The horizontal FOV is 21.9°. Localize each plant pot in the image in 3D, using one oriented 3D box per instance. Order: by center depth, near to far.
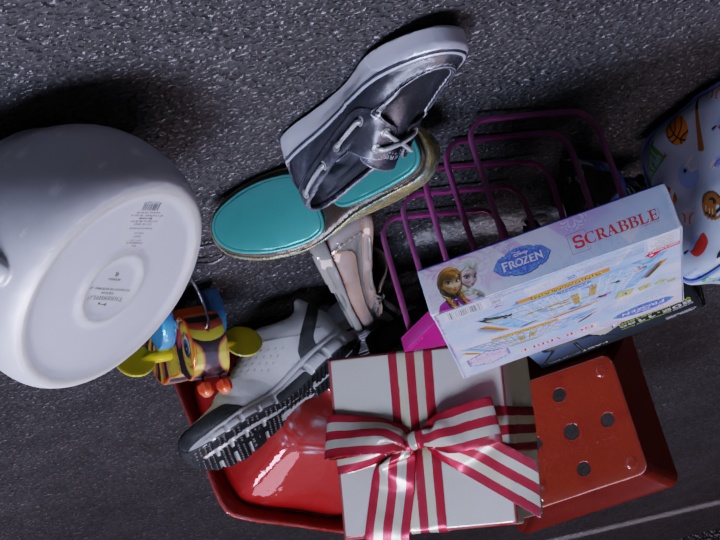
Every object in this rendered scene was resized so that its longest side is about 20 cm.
[{"bbox_3d":[0.239,0.181,2.102,0.198,0.202,0.176,-19,175,6],"label":"plant pot"}]

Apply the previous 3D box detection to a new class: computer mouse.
[{"bbox_3d":[0.009,0.054,1.849,0.109,0.044,0.200,-23,163,7],"label":"computer mouse"}]

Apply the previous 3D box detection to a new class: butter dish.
[{"bbox_3d":[-0.059,0.139,1.817,0.199,0.201,0.148,15,128,-43],"label":"butter dish"}]

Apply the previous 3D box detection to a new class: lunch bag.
[{"bbox_3d":[0.328,-0.078,1.570,0.075,0.162,0.200,-2,156,-35],"label":"lunch bag"}]

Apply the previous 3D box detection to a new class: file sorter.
[{"bbox_3d":[0.118,-0.035,1.559,0.138,0.127,0.200,-7,158,-27],"label":"file sorter"}]

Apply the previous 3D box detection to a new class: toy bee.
[{"bbox_3d":[-0.153,0.069,1.648,0.129,0.110,0.200,-15,162,-3],"label":"toy bee"}]

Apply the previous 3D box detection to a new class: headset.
[{"bbox_3d":[0.094,0.028,1.768,0.198,0.095,0.123,-23,168,17],"label":"headset"}]

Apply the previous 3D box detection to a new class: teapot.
[{"bbox_3d":[-0.218,-0.027,1.281,0.197,0.146,0.201,-41,152,-23],"label":"teapot"}]

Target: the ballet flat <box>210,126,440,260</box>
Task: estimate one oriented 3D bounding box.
[{"bbox_3d":[-0.024,-0.060,1.473,0.198,0.071,0.071,-24,160,21],"label":"ballet flat"}]

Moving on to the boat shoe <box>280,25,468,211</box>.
[{"bbox_3d":[0.013,-0.107,1.358,0.071,0.068,0.199,1,154,-43],"label":"boat shoe"}]

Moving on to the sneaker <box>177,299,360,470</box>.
[{"bbox_3d":[-0.095,0.106,1.720,0.199,0.080,0.074,-38,157,-22],"label":"sneaker"}]

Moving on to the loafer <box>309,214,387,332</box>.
[{"bbox_3d":[0.000,0.000,1.656,0.062,0.072,0.200,-25,158,2],"label":"loafer"}]

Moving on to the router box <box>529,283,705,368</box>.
[{"bbox_3d":[0.256,0.031,1.966,0.198,0.063,0.150,-21,162,13],"label":"router box"}]

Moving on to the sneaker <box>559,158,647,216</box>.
[{"bbox_3d":[0.228,-0.062,1.663,0.088,0.079,0.200,-15,170,4],"label":"sneaker"}]

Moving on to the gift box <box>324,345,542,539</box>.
[{"bbox_3d":[0.078,0.167,1.692,0.182,0.202,0.187,-12,171,14],"label":"gift box"}]

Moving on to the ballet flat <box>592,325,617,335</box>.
[{"bbox_3d":[0.212,0.030,1.712,0.069,0.070,0.200,-22,172,15],"label":"ballet flat"}]

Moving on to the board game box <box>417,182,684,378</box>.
[{"bbox_3d":[0.155,0.012,1.464,0.198,0.042,0.200,-19,161,3],"label":"board game box"}]
